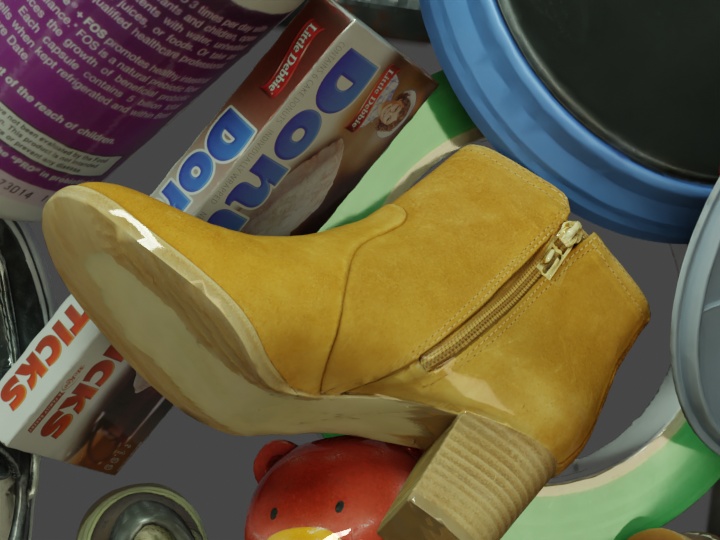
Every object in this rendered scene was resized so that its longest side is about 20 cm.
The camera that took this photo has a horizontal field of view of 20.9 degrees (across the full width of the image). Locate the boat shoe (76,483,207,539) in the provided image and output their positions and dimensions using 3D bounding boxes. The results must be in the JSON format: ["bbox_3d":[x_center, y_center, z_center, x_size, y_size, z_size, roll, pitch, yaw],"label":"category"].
[{"bbox_3d":[-0.069,0.184,0.762,0.071,0.066,0.202,-12,90,-6],"label":"boat shoe"}]

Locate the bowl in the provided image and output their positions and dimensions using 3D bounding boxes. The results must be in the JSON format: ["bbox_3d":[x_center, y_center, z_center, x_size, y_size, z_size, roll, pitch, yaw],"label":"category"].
[{"bbox_3d":[0.119,-0.111,0.762,0.200,0.039,0.201,8,69,-21],"label":"bowl"}]

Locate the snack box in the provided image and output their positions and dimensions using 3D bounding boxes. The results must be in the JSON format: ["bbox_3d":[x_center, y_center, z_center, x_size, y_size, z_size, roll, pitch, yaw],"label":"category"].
[{"bbox_3d":[-0.056,-0.010,0.729,0.200,0.072,0.024,-50,59,7],"label":"snack box"}]

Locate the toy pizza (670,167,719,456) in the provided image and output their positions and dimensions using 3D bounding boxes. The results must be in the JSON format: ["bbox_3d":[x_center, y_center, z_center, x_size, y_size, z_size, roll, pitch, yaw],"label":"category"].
[{"bbox_3d":[0.189,-0.015,0.742,0.200,0.032,0.201,-20,128,-28],"label":"toy pizza"}]

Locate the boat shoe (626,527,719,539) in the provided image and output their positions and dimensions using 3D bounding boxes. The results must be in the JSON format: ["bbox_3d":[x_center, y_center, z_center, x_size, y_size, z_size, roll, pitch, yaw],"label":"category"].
[{"bbox_3d":[0.101,0.197,0.779,0.070,0.070,0.200,20,103,-48],"label":"boat shoe"}]

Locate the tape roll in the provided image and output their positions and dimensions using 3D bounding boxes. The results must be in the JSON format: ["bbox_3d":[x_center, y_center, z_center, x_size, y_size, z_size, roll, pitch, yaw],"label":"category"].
[{"bbox_3d":[0.068,0.014,0.789,0.200,0.048,0.201,0,89,-6],"label":"tape roll"}]

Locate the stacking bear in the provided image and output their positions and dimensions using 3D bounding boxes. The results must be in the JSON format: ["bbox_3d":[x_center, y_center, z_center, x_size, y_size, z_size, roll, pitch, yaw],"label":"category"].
[{"bbox_3d":[0.003,0.159,0.719,0.121,0.114,0.201,-7,91,29],"label":"stacking bear"}]

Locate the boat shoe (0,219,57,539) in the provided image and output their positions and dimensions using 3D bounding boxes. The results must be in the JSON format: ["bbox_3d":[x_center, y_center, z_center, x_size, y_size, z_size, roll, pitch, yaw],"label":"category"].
[{"bbox_3d":[-0.156,0.064,0.753,0.071,0.068,0.201,4,89,-6],"label":"boat shoe"}]

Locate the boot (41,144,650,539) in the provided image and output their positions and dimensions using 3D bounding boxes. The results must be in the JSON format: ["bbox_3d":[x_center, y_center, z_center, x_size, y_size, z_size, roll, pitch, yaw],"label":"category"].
[{"bbox_3d":[0.001,0.000,0.695,0.201,0.071,0.144,38,56,-5],"label":"boot"}]

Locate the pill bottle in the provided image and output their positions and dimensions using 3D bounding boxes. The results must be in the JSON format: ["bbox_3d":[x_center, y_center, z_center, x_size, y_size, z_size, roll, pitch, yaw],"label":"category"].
[{"bbox_3d":[-0.082,-0.115,0.701,0.200,0.112,0.112,-38,94,28],"label":"pill bottle"}]
